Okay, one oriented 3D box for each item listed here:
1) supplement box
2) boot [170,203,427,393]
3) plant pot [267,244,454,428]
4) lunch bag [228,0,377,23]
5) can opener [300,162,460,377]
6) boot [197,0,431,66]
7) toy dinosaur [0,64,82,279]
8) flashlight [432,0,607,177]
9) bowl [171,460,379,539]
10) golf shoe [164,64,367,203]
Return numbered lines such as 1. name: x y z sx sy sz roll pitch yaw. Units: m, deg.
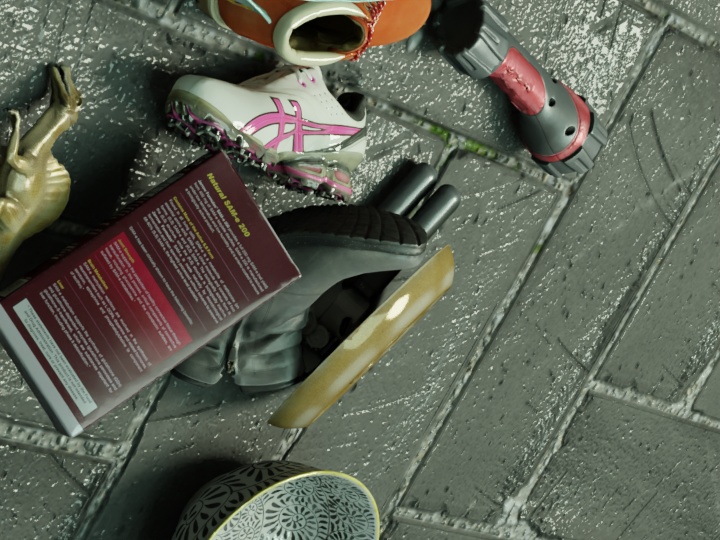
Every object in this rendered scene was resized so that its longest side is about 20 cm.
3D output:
1. supplement box: -0.154 0.015 1.488 0.199 0.061 0.109 -34 100 -14
2. boot: -0.046 0.023 1.592 0.198 0.070 0.133 1 110 8
3. plant pot: 0.007 0.058 1.674 0.200 0.027 0.200 -45 177 -3
4. lunch bag: -0.077 -0.237 1.373 0.199 0.170 0.123 -12 118 -36
5. can opener: 0.000 0.000 1.710 0.200 0.053 0.066 -49 173 -1
6. boot: -0.010 -0.180 1.524 0.199 0.107 0.076 -6 120 -41
7. toy dinosaur: -0.243 -0.043 1.445 0.101 0.058 0.201 8 113 -46
8. flashlight: 0.126 -0.144 1.699 0.068 0.068 0.200 -56 140 -2
9. bowl: -0.091 0.226 1.743 0.200 0.094 0.202 -23 131 -29
10. golf shoe: -0.068 -0.116 1.551 0.199 0.072 0.093 21 85 -54
